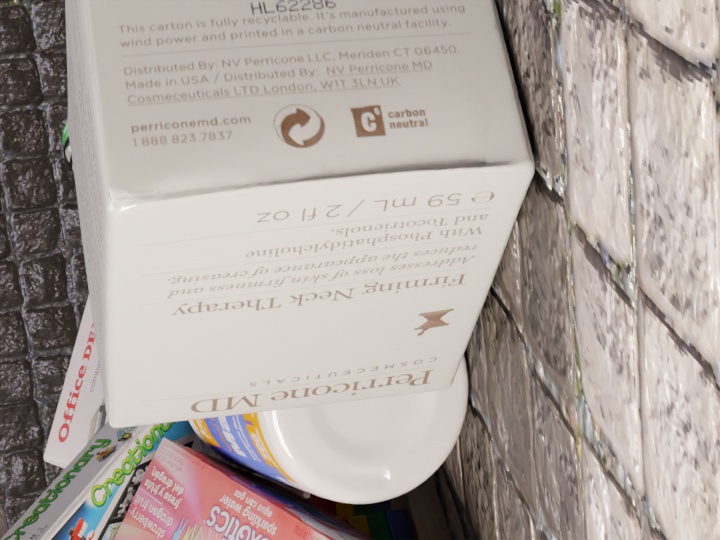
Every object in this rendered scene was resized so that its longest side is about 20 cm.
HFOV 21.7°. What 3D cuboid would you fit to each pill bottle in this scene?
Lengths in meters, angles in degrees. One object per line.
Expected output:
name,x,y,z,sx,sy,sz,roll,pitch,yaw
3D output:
pill bottle,-0.032,0.056,0.989,0.200,0.112,0.113,-178,80,-67

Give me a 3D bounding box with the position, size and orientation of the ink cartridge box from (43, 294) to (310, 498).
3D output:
ink cartridge box,-0.111,0.082,1.259,0.199,0.084,0.146,5,77,47

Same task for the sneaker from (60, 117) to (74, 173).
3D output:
sneaker,-0.109,-0.099,1.259,0.078,0.199,0.086,41,-145,-68

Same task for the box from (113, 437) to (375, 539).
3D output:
box,-0.038,0.170,0.958,0.200,0.102,0.095,22,85,51

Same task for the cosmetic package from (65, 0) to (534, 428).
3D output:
cosmetic package,-0.037,-0.055,0.807,0.200,0.166,0.167,104,158,-61

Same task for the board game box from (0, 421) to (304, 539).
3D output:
board game box,-0.115,0.144,1.074,0.200,0.034,0.127,-50,-55,-42

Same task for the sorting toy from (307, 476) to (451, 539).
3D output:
sorting toy,0.011,0.198,1.141,0.200,0.069,0.199,-107,11,-50
